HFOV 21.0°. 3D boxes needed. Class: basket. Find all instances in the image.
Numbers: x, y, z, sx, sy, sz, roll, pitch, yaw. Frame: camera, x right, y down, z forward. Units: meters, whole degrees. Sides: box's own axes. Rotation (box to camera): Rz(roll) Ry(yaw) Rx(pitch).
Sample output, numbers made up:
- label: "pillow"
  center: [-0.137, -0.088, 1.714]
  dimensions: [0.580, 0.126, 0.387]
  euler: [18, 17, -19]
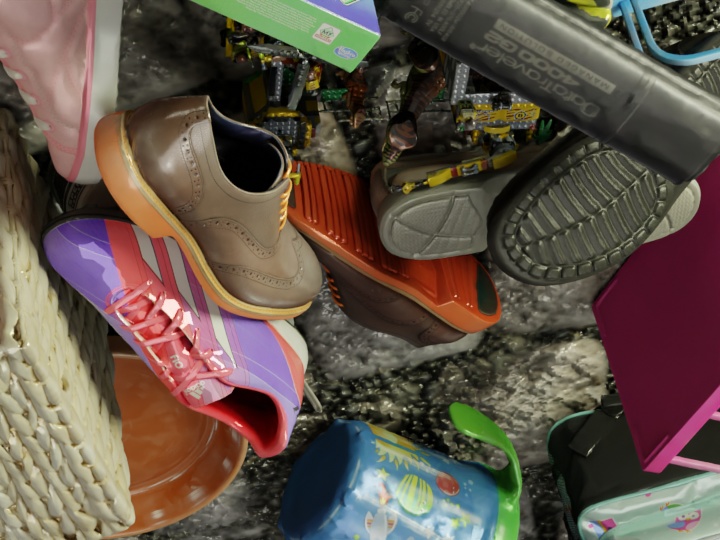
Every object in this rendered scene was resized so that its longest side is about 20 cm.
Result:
- label: "basket"
  center: [-0.237, 0.050, 1.096]
  dimensions: [0.160, 0.201, 0.199]
  euler: [-16, 138, 3]

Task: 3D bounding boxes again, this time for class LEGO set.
- label: "LEGO set"
  center: [0.024, -0.093, 1.055]
  dimensions: [0.199, 0.116, 0.154]
  euler: [4, 136, -15]

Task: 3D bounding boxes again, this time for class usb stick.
- label: "usb stick"
  center: [0.098, -0.106, 0.975]
  dimensions: [0.199, 0.033, 0.056]
  euler: [28, 128, -13]

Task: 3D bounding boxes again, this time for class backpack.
- label: "backpack"
  center: [0.237, 0.183, 1.378]
  dimensions: [0.175, 0.154, 0.200]
  euler: [-19, 145, 2]

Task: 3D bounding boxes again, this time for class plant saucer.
- label: "plant saucer"
  center: [-0.175, 0.110, 1.297]
  dimensions: [0.199, 0.032, 0.201]
  euler: [-5, 138, -5]

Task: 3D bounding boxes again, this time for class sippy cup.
- label: "sippy cup"
  center: [0.019, 0.172, 1.341]
  dimensions: [0.130, 0.179, 0.139]
  euler: [32, 167, -25]

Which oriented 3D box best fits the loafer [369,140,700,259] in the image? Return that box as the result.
- label: "loafer"
  center: [0.103, -0.052, 1.164]
  dimensions: [0.199, 0.063, 0.072]
  euler: [-5, 132, -11]

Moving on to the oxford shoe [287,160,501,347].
- label: "oxford shoe"
  center: [0.000, 0.000, 1.189]
  dimensions: [0.072, 0.071, 0.200]
  euler: [-32, 134, 29]

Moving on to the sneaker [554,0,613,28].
- label: "sneaker"
  center: [0.057, -0.203, 0.983]
  dimensions: [0.074, 0.085, 0.200]
  euler: [-27, 117, 25]

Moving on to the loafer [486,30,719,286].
- label: "loafer"
  center: [0.146, -0.063, 1.098]
  dimensions: [0.200, 0.071, 0.073]
  euler: [-37, 111, -15]

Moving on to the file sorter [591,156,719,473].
- label: "file sorter"
  center: [0.262, 0.021, 1.214]
  dimensions: [0.125, 0.139, 0.200]
  euler: [12, 133, -25]

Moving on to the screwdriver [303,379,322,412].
- label: "screwdriver"
  center: [-0.067, 0.020, 1.157]
  dimensions: [0.028, 0.029, 0.200]
  euler: [-42, 135, -13]

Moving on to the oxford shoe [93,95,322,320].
- label: "oxford shoe"
  center: [-0.061, -0.031, 1.049]
  dimensions: [0.073, 0.072, 0.200]
  euler: [-21, 150, 19]

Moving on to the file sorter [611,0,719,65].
- label: "file sorter"
  center: [0.193, -0.190, 0.984]
  dimensions: [0.138, 0.123, 0.201]
  euler: [-15, 137, 4]

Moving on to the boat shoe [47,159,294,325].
- label: "boat shoe"
  center: [-0.111, -0.006, 1.164]
  dimensions: [0.071, 0.064, 0.200]
  euler: [-47, 129, -9]

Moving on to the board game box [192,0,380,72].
- label: "board game box"
  center: [-0.086, -0.183, 0.924]
  dimensions: [0.199, 0.135, 0.029]
  euler: [21, 129, -31]

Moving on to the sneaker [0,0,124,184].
- label: "sneaker"
  center: [-0.174, -0.132, 1.006]
  dimensions: [0.104, 0.076, 0.201]
  euler: [1, 133, -11]

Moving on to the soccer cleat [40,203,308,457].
- label: "soccer cleat"
  center: [-0.101, 0.034, 1.090]
  dimensions: [0.068, 0.074, 0.200]
  euler: [-23, 137, 29]
